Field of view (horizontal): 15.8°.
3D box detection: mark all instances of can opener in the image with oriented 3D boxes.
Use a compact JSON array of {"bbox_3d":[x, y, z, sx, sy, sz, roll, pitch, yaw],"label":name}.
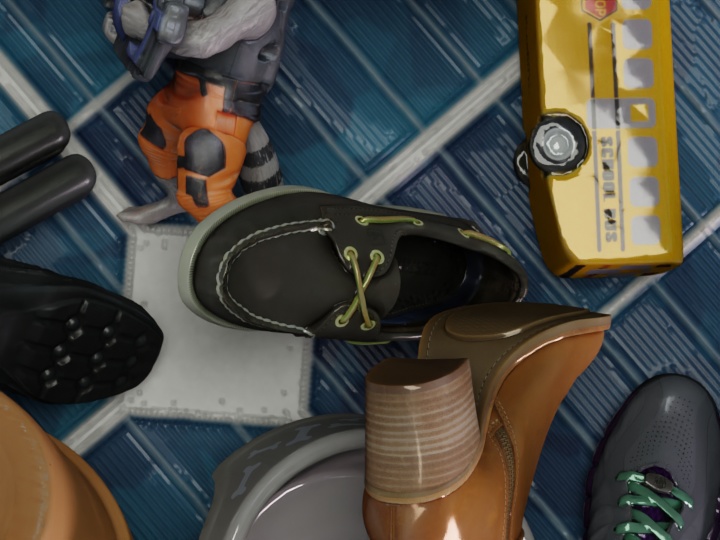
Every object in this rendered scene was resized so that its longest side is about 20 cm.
[{"bbox_3d":[-0.230,-0.012,1.312,0.200,0.067,0.053,-30,84,-20],"label":"can opener"}]

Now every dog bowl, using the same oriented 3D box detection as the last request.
[{"bbox_3d":[0.003,0.167,1.274,0.199,0.059,0.201,4,80,-21],"label":"dog bowl"}]

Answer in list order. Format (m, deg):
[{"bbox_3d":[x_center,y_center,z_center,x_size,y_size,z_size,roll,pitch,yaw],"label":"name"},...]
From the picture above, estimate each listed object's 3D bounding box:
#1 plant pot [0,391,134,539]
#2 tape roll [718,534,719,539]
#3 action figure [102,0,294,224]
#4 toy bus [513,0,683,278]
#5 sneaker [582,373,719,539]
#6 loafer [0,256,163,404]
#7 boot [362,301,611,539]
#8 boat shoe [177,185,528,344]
[{"bbox_3d":[-0.203,0.137,1.213,0.199,0.140,0.201,0,59,-1],"label":"plant pot"},{"bbox_3d":[0.233,0.138,1.249,0.085,0.200,0.201,19,82,-1],"label":"tape roll"},{"bbox_3d":[-0.077,-0.105,1.284,0.104,0.200,0.194,2,113,-14],"label":"action figure"},{"bbox_3d":[0.119,-0.099,1.335,0.078,0.065,0.201,-2,84,-5],"label":"toy bus"},{"bbox_3d":[0.144,0.148,1.297,0.074,0.088,0.201,17,83,-2],"label":"sneaker"},{"bbox_3d":[-0.184,0.019,1.265,0.200,0.070,0.068,12,112,-42],"label":"loafer"},{"bbox_3d":[0.061,0.102,1.236,0.074,0.200,0.155,5,107,34],"label":"boot"},{"bbox_3d":[0.000,0.000,1.258,0.201,0.060,0.072,-2,107,-46],"label":"boat shoe"}]
